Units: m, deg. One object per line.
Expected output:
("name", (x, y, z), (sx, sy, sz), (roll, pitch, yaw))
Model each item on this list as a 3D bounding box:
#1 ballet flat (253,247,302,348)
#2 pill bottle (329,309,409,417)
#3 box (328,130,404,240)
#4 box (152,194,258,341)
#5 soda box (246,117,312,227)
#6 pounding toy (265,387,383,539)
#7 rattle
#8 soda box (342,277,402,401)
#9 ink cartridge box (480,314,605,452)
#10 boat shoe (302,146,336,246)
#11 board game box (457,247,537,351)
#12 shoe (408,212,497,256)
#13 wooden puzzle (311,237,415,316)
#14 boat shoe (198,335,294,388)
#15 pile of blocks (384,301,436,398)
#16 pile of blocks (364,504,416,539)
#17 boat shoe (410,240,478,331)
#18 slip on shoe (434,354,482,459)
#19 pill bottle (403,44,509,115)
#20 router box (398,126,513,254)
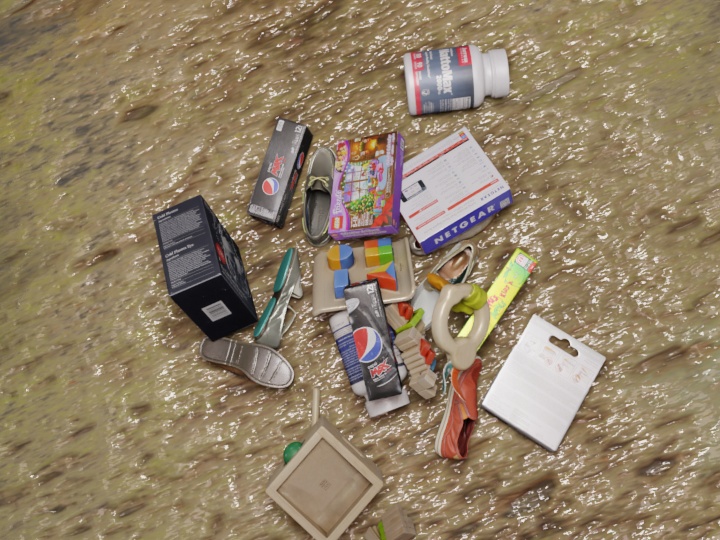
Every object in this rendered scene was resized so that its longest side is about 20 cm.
("ballet flat", (-0.149, 0.056, 1.504), (0.063, 0.067, 0.203), (25, 79, -20))
("pill bottle", (0.022, 0.167, 1.441), (0.109, 0.111, 0.203), (-20, 80, 2))
("box", (0.012, -0.164, 1.480), (0.135, 0.039, 0.203), (-6, 67, 26))
("box", (-0.287, -0.002, 1.424), (0.103, 0.201, 0.184), (-22, 59, 1))
("soda box", (-0.159, -0.193, 1.519), (0.062, 0.071, 0.203), (18, 86, 10))
("pounding toy", (-0.073, 0.361, 1.426), (0.200, 0.142, 0.184), (42, 88, -1))
("rattle", (0.146, 0.117, 1.364), (0.141, 0.129, 0.204), (11, 101, 39))
("soda box", (0.022, 0.119, 1.339), (0.062, 0.071, 0.203), (-13, 93, 4))
("ink cartridge box", (0.343, 0.213, 1.440), (0.161, 0.057, 0.201), (31, 78, 9))
("boat shoe", (-0.079, -0.153, 1.520), (0.071, 0.060, 0.205), (3, 83, 6))
("board game box", (0.254, 0.061, 1.437), (0.047, 0.102, 0.201), (34, 87, 10))
("shoe", (0.183, -0.088, 1.489), (0.198, 0.053, 0.071), (-30, 80, 1))
("wooden puzzle", (0.000, 0.000, 1.442), (0.197, 0.186, 0.047), (-12, 125, 6))
("boat shoe", (-0.215, 0.175, 1.486), (0.197, 0.068, 0.073), (22, 77, 10))
("pile of blocks", (0.110, 0.130, 1.403), (0.081, 0.062, 0.203), (-15, 80, -42))
("pile of blocks", (0.042, 0.532, 1.423), (0.062, 0.082, 0.202), (28, 96, -34))
("boat shoe", (0.155, 0.027, 1.467), (0.074, 0.068, 0.202), (32, 90, 7))
("slip on shoe", (0.196, 0.257, 1.425), (0.061, 0.074, 0.203), (15, 89, 37))
("pill bottle", (0.187, -0.376, 1.496), (0.196, 0.120, 0.122), (-7, 81, 4))
("router box", (0.162, -0.155, 1.467), (0.198, 0.049, 0.181), (-30, 57, 3))
